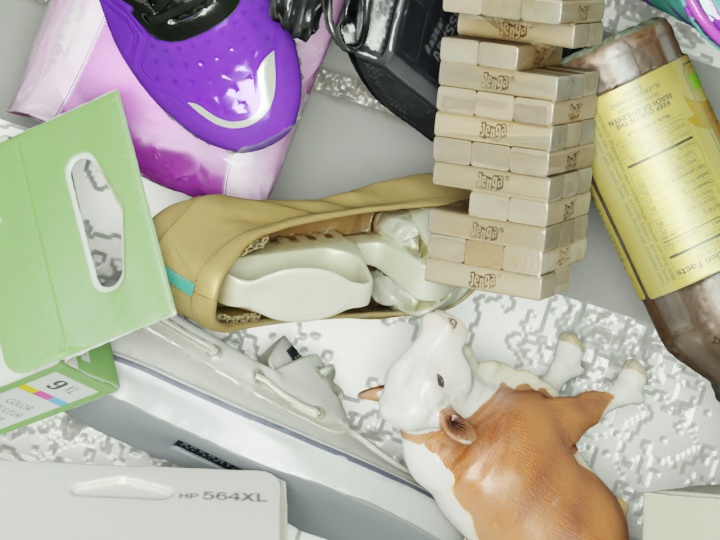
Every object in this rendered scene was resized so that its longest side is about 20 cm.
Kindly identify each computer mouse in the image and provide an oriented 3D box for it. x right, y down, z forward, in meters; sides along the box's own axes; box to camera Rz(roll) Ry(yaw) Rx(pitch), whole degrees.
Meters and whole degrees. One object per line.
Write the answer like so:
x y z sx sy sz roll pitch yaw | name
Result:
0.034 -0.113 1.153 0.200 0.053 0.139 45 68 -40 | computer mouse

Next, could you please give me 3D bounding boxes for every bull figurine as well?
0.083 0.096 1.175 0.121 0.065 0.201 -33 102 -31 | bull figurine

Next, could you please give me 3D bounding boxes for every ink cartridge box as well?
-0.106 0.189 1.152 0.145 0.084 0.201 1 116 -3 | ink cartridge box
-0.163 0.012 1.130 0.199 0.059 0.104 -22 69 17 | ink cartridge box

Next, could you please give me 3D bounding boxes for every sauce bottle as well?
0.144 -0.007 1.153 0.065 0.065 0.201 -25 93 -1 | sauce bottle

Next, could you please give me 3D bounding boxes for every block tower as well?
0.066 -0.094 1.102 0.058 0.054 0.201 10 101 23 | block tower

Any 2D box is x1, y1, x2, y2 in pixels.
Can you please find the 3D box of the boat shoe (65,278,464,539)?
-0.036 0.063 1.187 0.199 0.071 0.070 25 66 -13 | boat shoe

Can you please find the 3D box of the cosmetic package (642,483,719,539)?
0.168 0.191 1.128 0.071 0.105 0.201 1 90 33 | cosmetic package

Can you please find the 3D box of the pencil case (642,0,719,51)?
0.148 -0.141 1.114 0.092 0.200 0.085 40 95 -16 | pencil case

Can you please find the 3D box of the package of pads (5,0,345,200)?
-0.063 -0.135 1.164 0.120 0.076 0.201 22 93 -2 | package of pads

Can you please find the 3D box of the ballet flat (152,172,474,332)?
0.000 0.000 1.144 0.199 0.063 0.069 -7 119 -33 | ballet flat

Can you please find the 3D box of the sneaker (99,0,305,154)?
-0.087 -0.137 1.074 0.069 0.100 0.201 -26 92 4 | sneaker
